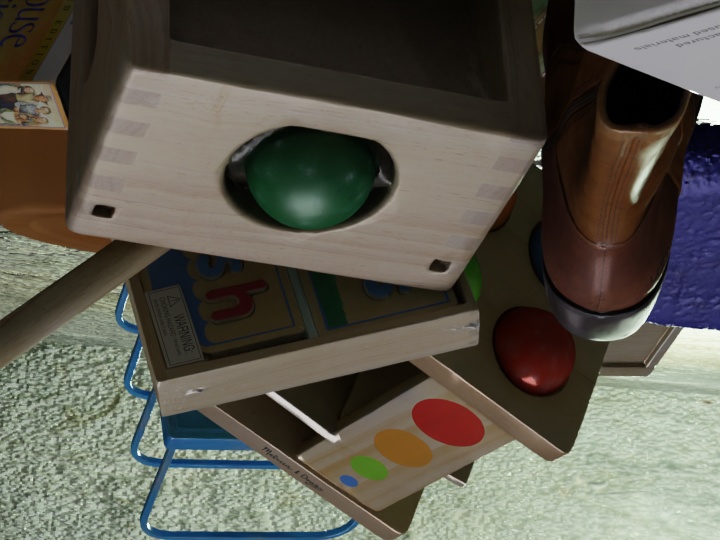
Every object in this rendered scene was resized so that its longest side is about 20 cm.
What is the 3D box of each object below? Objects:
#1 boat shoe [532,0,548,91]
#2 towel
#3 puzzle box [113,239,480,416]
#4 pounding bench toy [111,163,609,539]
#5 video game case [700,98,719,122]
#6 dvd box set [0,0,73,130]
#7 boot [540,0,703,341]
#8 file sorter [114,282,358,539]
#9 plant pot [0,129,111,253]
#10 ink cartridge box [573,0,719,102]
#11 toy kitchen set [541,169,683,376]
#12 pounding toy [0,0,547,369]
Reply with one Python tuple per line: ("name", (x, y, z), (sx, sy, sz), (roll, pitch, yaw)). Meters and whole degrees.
("boat shoe", (0.076, -0.119, 1.010), (0.076, 0.072, 0.200), (40, 179, -1))
("towel", (0.210, -0.023, 0.994), (0.200, 0.050, 0.148), (3, 146, -1))
("puzzle box", (-0.041, -0.037, 0.876), (0.133, 0.200, 0.025), (-13, 142, -10))
("pounding bench toy", (0.000, 0.000, 0.944), (0.200, 0.124, 0.156), (36, 142, -16))
("video game case", (0.240, -0.103, 1.106), (0.200, 0.022, 0.182), (14, 169, -42))
("dvd box set", (-0.194, -0.119, 0.927), (0.200, 0.146, 0.029), (3, 135, 20))
("boot", (0.092, -0.092, 0.741), (0.068, 0.188, 0.200), (12, 158, 9))
("file sorter", (-0.065, 0.041, 1.193), (0.139, 0.200, 0.123), (3, 144, -19))
("plant pot", (-0.111, -0.084, 1.075), (0.200, 0.140, 0.200), (6, 170, 1))
("ink cartridge box", (0.156, -0.120, 0.634), (0.083, 0.147, 0.200), (-11, 162, 44))
("toy kitchen set", (0.079, -0.056, 1.135), (0.200, 0.181, 0.163), (2, 144, -21))
("pounding toy", (-0.043, -0.066, 0.806), (0.184, 0.200, 0.142), (9, 143, -17))
